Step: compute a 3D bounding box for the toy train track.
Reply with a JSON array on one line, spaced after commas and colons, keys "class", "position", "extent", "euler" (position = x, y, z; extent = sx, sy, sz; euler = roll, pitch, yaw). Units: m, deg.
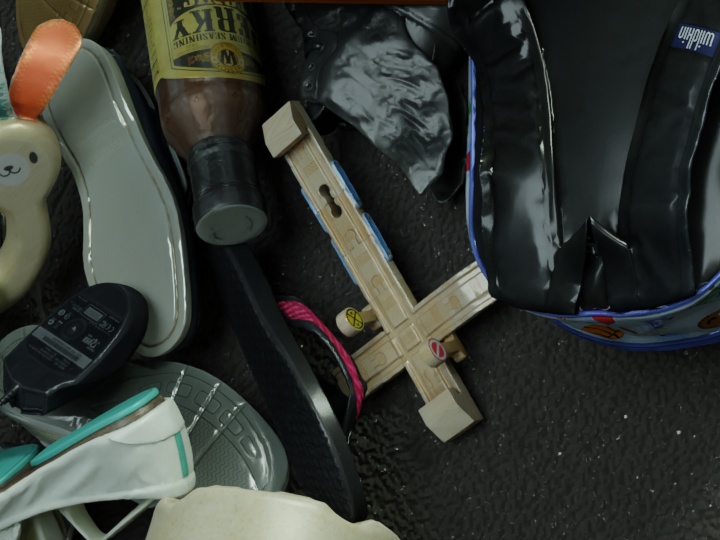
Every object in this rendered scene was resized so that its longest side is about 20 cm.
[{"class": "toy train track", "position": [0.000, 0.000, 1.262], "extent": [0.115, 0.032, 0.201], "euler": [-38, 74, 31]}]

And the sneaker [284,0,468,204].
[{"class": "sneaker", "position": [-0.012, -0.123, 1.309], "extent": [0.199, 0.060, 0.105], "euler": [29, 90, 26]}]

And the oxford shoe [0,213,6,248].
[{"class": "oxford shoe", "position": [-0.257, -0.085, 1.430], "extent": [0.072, 0.084, 0.201], "euler": [-28, 64, 23]}]

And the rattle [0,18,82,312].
[{"class": "rattle", "position": [-0.212, -0.028, 1.297], "extent": [0.200, 0.130, 0.143], "euler": [-48, 15, 22]}]

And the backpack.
[{"class": "backpack", "position": [0.138, -0.058, 1.156], "extent": [0.199, 0.154, 0.192], "euler": [-1, 69, 36]}]

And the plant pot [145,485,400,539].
[{"class": "plant pot", "position": [-0.055, 0.214, 1.192], "extent": [0.199, 0.200, 0.185], "euler": [-3, 66, 29]}]

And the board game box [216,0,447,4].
[{"class": "board game box", "position": [0.025, -0.261, 1.197], "extent": [0.198, 0.200, 0.202], "euler": [0, 75, -5]}]

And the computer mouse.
[{"class": "computer mouse", "position": [-0.187, 0.081, 1.272], "extent": [0.200, 0.034, 0.058], "euler": [-42, 45, -17]}]

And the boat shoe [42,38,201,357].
[{"class": "boat shoe", "position": [-0.128, -0.038, 1.356], "extent": [0.075, 0.062, 0.201], "euler": [-36, 62, 20]}]

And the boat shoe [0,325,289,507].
[{"class": "boat shoe", "position": [-0.121, 0.092, 1.327], "extent": [0.201, 0.065, 0.075], "euler": [18, 64, 27]}]

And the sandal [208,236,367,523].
[{"class": "sandal", "position": [-0.030, 0.048, 1.271], "extent": [0.045, 0.075, 0.201], "euler": [-13, 47, -17]}]

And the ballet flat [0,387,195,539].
[{"class": "ballet flat", "position": [-0.165, 0.122, 1.275], "extent": [0.199, 0.069, 0.070], "euler": [-22, 67, 36]}]

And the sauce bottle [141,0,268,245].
[{"class": "sauce bottle", "position": [-0.084, -0.108, 1.330], "extent": [0.064, 0.065, 0.201], "euler": [-26, 58, 22]}]

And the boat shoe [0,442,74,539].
[{"class": "boat shoe", "position": [-0.203, 0.199, 1.341], "extent": [0.069, 0.071, 0.202], "euler": [9, 76, 34]}]

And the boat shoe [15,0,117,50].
[{"class": "boat shoe", "position": [-0.145, -0.207, 1.400], "extent": [0.074, 0.069, 0.201], "euler": [37, 120, 29]}]
